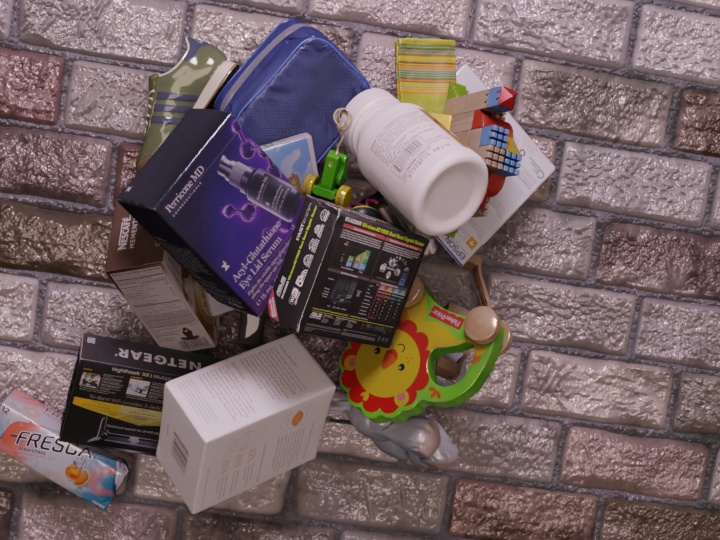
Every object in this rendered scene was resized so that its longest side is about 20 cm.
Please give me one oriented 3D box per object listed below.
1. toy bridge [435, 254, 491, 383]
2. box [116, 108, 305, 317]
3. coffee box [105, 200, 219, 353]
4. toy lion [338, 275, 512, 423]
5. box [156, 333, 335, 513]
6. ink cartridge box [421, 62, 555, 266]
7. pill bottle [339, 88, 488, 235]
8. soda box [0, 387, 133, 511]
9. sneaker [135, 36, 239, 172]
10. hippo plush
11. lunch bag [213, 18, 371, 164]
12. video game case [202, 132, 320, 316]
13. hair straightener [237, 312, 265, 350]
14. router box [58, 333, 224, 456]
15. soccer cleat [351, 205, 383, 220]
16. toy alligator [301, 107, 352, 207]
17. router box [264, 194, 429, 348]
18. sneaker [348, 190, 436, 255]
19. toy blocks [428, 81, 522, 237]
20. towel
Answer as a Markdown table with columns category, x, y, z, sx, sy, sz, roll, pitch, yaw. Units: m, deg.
| category | x | y | z | sx | sy | sz | roll | pitch | yaw |
| --- | --- | --- | --- | --- | --- | --- | --- | --- | --- |
| toy bridge | 0.145 | 0.067 | 1.488 | 0.066 | 0.027 | 0.202 | 22 | 56 | -11 |
| box | -0.162 | -0.069 | 1.285 | 0.149 | 0.104 | 0.200 | -54 | 126 | -16 |
| coffee box | -0.250 | 0.006 | 1.407 | 0.078 | 0.116 | 0.201 | -8 | 143 | 10 |
| toy lion | 0.072 | 0.115 | 1.407 | 0.198 | 0.069 | 0.194 | 24 | 81 | 34 |
| box | -0.151 | 0.197 | 1.410 | 0.198 | 0.106 | 0.154 | -19 | 142 | -34 |
| ink cartridge box | 0.138 | -0.144 | 1.494 | 0.200 | 0.043 | 0.197 | -44 | 99 | -9 |
| pill bottle | 0.060 | -0.142 | 1.354 | 0.113 | 0.200 | 0.116 | -22 | 135 | -23 |
| soda box | -0.418 | 0.247 | 1.504 | 0.198 | 0.068 | 0.064 | 32 | 100 | -8 |
| sneaker | -0.256 | -0.224 | 1.463 | 0.090 | 0.067 | 0.201 | 39 | 94 | 1 |
| hippo plush | 0.067 | 0.172 | 1.516 | 0.197 | 0.160 | 0.163 | 19 | 73 | 20 |
| lunch bag | -0.098 | -0.221 | 1.438 | 0.200 | 0.132 | 0.136 | -46 | 121 | 4 |
| video game case | -0.131 | -0.058 | 1.401 | 0.180 | 0.022 | 0.203 | -19 | 118 | -17 |
| hair straightener | -0.136 | 0.013 | 1.493 | 0.040 | 0.077 | 0.203 | 13 | 96 | -4 |
| router box | -0.294 | 0.175 | 1.464 | 0.197 | 0.053 | 0.159 | 13 | 125 | -18 |
| soccer cleat | 0.000 | 0.000 | 1.443 | 0.066 | 0.082 | 0.202 | 1 | 138 | -7 |
| toy alligator | -0.037 | -0.109 | 1.384 | 0.058 | 0.054 | 0.203 | 20 | 103 | 16 |
| router box | -0.013 | 0.005 | 1.330 | 0.062 | 0.199 | 0.152 | 25 | 96 | 37 |
| sneaker | 0.016 | -0.080 | 1.496 | 0.196 | 0.074 | 0.089 | 9 | 97 | -11 |
| toy blocks | 0.153 | -0.149 | 1.396 | 0.099 | 0.136 | 0.204 | 15 | 83 | -28 |
| towel | 0.092 | -0.210 | 1.455 | 0.085 | 0.018 | 0.204 | -3 | 90 | -13 |
